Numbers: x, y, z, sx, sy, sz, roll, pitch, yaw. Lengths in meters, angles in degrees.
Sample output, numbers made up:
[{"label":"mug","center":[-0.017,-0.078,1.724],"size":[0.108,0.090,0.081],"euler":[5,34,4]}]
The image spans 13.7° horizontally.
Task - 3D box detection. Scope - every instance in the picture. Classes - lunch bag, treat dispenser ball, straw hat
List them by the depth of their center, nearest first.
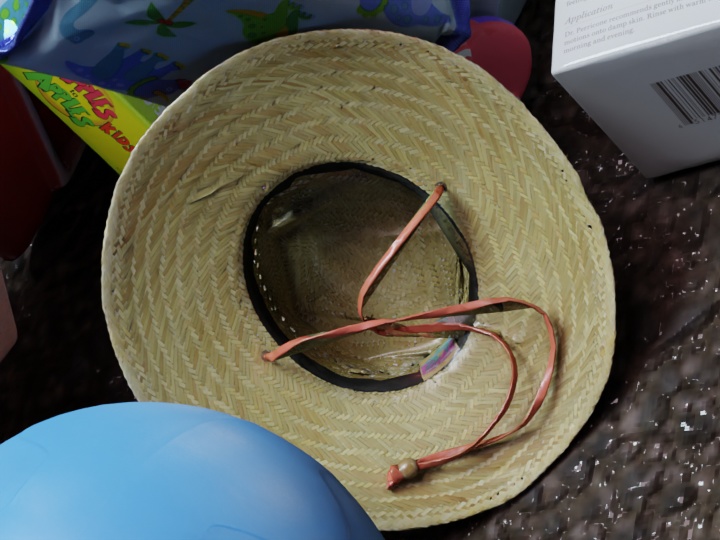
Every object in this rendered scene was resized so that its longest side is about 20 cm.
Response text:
[{"label":"treat dispenser ball","center":[-0.077,0.148,1.066],"size":[0.201,0.201,0.201],"euler":[-20,50,27]},{"label":"straw hat","center":[0.000,0.000,1.170],"size":[0.201,0.201,0.085],"euler":[-41,7,8]},{"label":"lunch bag","center":[-0.066,-0.163,1.175],"size":[0.127,0.170,0.200],"euler":[-36,51,40]}]

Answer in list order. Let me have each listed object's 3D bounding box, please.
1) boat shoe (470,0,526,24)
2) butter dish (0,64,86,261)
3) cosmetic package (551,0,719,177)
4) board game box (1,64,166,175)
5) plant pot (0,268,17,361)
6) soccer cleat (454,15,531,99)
[{"label":"boat shoe","center":[0.040,-0.202,1.256],"size":[0.091,0.071,0.201],"euler":[10,96,15]},{"label":"butter dish","center":[-0.185,-0.137,1.333],"size":[0.148,0.200,0.200],"euler":[17,70,14]},{"label":"cosmetic package","center":[0.143,-0.150,1.182],"size":[0.107,0.085,0.200],"euler":[-13,53,31]},{"label":"board game box","center":[-0.061,-0.133,1.286],"size":[0.048,0.102,0.200],"euler":[-15,39,50]},{"label":"plant pot","center":[-0.257,-0.009,1.211],"size":[0.177,0.200,0.200],"euler":[-30,39,-26]},{"label":"soccer cleat","center":[-0.014,-0.038,1.248],"size":[0.200,0.067,0.076],"euler":[-47,39,6]}]
